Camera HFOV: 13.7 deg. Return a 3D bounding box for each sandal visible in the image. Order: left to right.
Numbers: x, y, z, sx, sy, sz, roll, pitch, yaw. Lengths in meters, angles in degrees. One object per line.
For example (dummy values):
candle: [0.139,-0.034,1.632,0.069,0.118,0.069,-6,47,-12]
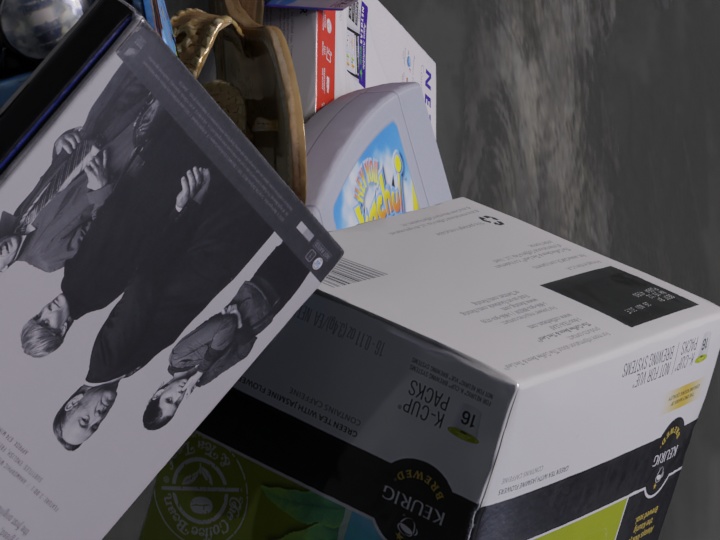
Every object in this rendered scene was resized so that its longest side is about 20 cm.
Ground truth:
sandal: [-0.069,-0.076,1.258,0.212,0.069,0.078,-108,-165,-63]

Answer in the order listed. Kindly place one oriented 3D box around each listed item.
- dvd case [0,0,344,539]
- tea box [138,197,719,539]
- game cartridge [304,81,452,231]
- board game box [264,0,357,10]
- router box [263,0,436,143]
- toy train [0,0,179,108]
dvd case: [-0.105,0.029,0.961,0.200,0.025,0.150,-49,141,-7]
tea box: [0.022,0.093,1.143,0.200,0.133,0.198,-12,121,-61]
game cartridge: [0.000,0.000,1.321,0.200,0.040,0.134,-58,133,-57]
board game box: [0.017,-0.208,1.279,0.045,0.200,0.135,0,75,-33]
router box: [-0.013,-0.033,1.422,0.179,0.049,0.201,38,50,-65]
toy train: [-0.104,-0.091,1.040,0.200,0.086,0.115,-110,-179,-68]
